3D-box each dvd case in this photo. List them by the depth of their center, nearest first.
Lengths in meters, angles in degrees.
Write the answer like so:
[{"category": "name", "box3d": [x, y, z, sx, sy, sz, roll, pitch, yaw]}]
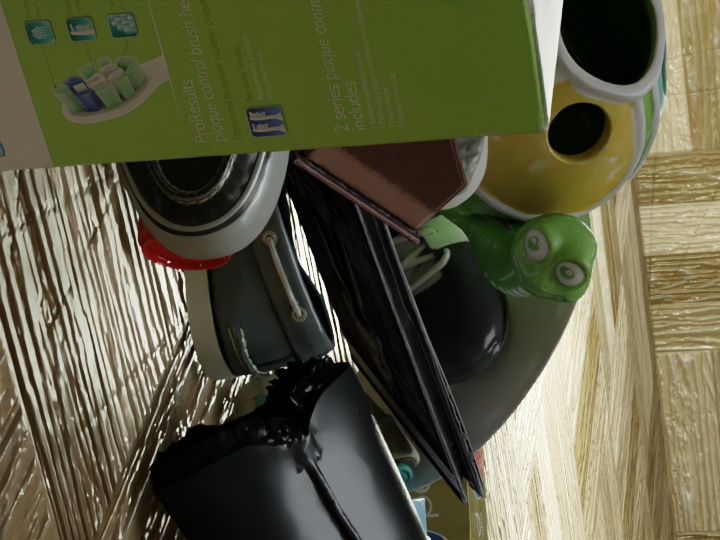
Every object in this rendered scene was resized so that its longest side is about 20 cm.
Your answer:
[{"category": "dvd case", "box3d": [0.000, 0.000, 1.108, 0.149, 0.016, 0.200, 50, -17, 55]}]

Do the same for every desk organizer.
[{"category": "desk organizer", "box3d": [0.009, -0.114, 0.991, 0.072, 0.077, 0.200, 32, 28, -33]}]

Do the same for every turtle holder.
[{"category": "turtle holder", "box3d": [0.081, -0.084, 1.143, 0.132, 0.141, 0.186, -34, -160, 56]}]

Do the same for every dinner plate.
[{"category": "dinner plate", "box3d": [0.050, 0.029, 1.254, 0.024, 0.200, 0.200, 35, 38, -22]}]

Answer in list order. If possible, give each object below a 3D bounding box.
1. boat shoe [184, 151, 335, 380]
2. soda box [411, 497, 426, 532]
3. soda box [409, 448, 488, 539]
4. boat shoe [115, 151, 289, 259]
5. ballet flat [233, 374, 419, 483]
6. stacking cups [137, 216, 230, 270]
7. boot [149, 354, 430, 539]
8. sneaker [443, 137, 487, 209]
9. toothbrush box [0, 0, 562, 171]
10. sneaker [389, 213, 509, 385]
[{"category": "boat shoe", "box3d": [-0.045, -0.053, 1.023, 0.073, 0.062, 0.200, 23, 63, -74]}, {"category": "soda box", "box3d": [-0.015, 0.144, 1.104, 0.200, 0.064, 0.068, 22, 65, -78]}, {"category": "soda box", "box3d": [0.040, 0.146, 1.364, 0.068, 0.064, 0.200, 27, 60, -77]}, {"category": "boat shoe", "box3d": [-0.074, -0.103, 0.903, 0.064, 0.071, 0.200, 60, 21, -67]}, {"category": "ballet flat", "box3d": [-0.014, 0.078, 1.129, 0.200, 0.067, 0.062, 26, 53, -77]}, {"category": "stacking cups", "box3d": [-0.065, -0.097, 0.969, 0.061, 0.060, 0.200, 57, 35, -67]}, {"category": "boot", "box3d": [-0.041, 0.148, 0.939, 0.200, 0.076, 0.168, -40, 104, -31]}, {"category": "sneaker", "box3d": [0.009, -0.079, 1.097, 0.200, 0.074, 0.087, -126, -160, -52]}, {"category": "toothbrush box", "box3d": [-0.037, -0.111, 0.740, 0.146, 0.200, 0.086, -80, 163, -51]}, {"category": "sneaker", "box3d": [0.010, -0.026, 1.209, 0.089, 0.074, 0.200, 47, 12, -50]}]
